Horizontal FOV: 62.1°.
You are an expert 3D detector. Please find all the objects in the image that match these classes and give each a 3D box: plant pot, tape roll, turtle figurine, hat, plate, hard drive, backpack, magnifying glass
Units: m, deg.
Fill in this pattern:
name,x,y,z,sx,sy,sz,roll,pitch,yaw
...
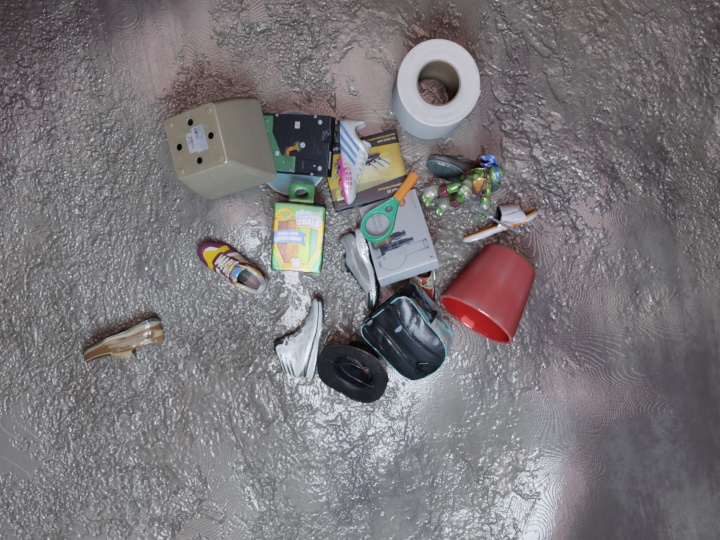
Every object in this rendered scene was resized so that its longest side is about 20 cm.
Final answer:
name,x,y,z,sx,sy,sz,roll,pitch,yaw
plant pot,0.319,0.049,1.445,0.199,0.200,0.179,36,77,-2
tape roll,0.178,-0.435,1.453,0.198,0.139,0.208,0,90,-4
turtle figurine,0.252,-0.160,1.420,0.191,0.143,0.204,-11,96,38
hat,-0.011,0.226,1.456,0.198,0.202,0.082,29,45,-2
plate,-0.163,-0.287,1.469,0.196,0.026,0.205,2,96,18
hard drive,-0.157,-0.300,1.430,0.196,0.038,0.143,7,98,20
plant pot,-0.336,-0.287,1.379,0.196,0.177,0.204,-14,91,18
backpack,0.123,0.150,1.431,0.175,0.153,0.201,-40,88,28
magnifying glass,0.073,-0.153,1.439,0.079,0.022,0.201,32,77,24

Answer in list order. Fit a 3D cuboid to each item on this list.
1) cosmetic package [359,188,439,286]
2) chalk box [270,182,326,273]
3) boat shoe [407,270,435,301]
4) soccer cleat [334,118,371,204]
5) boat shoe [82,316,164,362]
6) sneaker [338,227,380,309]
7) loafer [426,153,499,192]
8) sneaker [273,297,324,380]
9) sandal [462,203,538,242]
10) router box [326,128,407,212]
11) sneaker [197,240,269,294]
name,x,y,z,sx,sy,sz,roll,pitch,yaw
cosmetic package,0.091,-0.080,1.443,0.148,0.052,0.203,-17,65,4
chalk box,-0.145,-0.105,1.430,0.122,0.124,0.205,3,99,-3
boat shoe,0.154,0.011,1.491,0.070,0.063,0.205,-3,91,-5
soccer cleat,-0.014,-0.262,1.423,0.084,0.070,0.205,-5,89,3
boat shoe,-0.569,0.181,1.448,0.197,0.076,0.075,-24,94,-2
sneaker,0.000,0.000,1.484,0.078,0.074,0.204,-16,85,7
loafer,0.259,-0.256,1.502,0.196,0.072,0.064,18,69,-10
sneaker,-0.153,0.161,1.467,0.113,0.076,0.205,10,92,-5
sandal,0.345,-0.129,1.491,0.203,0.079,0.060,-21,98,-1
router box,0.011,-0.246,1.487,0.196,0.052,0.161,-15,90,-3
sneaker,-0.310,-0.010,1.452,0.197,0.090,0.076,29,89,-3
